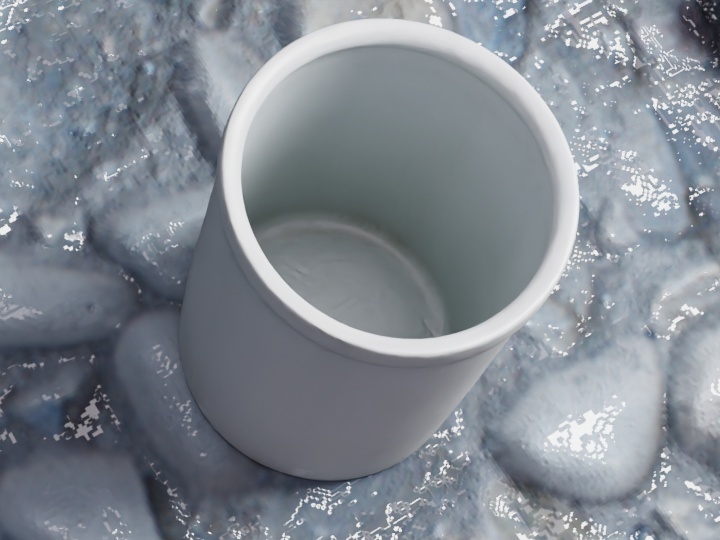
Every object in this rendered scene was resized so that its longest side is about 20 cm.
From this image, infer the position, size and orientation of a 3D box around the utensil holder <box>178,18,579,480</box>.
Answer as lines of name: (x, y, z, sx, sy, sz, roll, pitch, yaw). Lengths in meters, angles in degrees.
utensil holder: (0.000, 0.000, 1.015, 0.169, 0.200, 0.171, 5, 65, -10)
